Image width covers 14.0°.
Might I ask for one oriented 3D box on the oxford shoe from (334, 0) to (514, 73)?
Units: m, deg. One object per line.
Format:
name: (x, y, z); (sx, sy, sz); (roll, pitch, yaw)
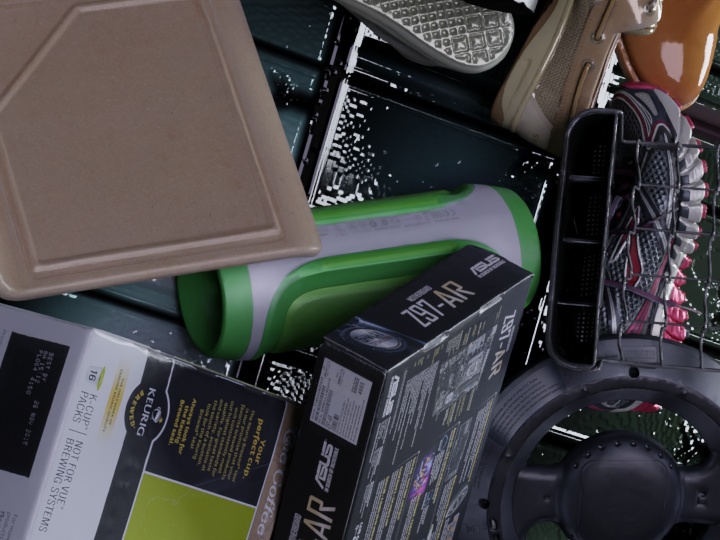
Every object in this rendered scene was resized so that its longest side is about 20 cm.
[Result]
oxford shoe: (0.000, -0.181, 1.691); (0.200, 0.058, 0.075); (37, 83, -7)

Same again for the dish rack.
dish rack: (0.212, -0.009, 1.684); (0.200, 0.055, 0.153); (4, 82, 10)

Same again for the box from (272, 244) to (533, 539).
box: (0.018, 0.101, 1.623); (0.160, 0.044, 0.200); (-33, 143, -51)

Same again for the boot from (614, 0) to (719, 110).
boot: (0.222, -0.193, 1.733); (0.077, 0.155, 0.200); (10, 88, -29)

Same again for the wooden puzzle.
wooden puzzle: (-0.135, -0.074, 1.606); (0.200, 0.037, 0.185); (-7, 65, -26)

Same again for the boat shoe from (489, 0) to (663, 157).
boat shoe: (0.149, -0.162, 1.722); (0.065, 0.071, 0.200); (30, 104, 7)

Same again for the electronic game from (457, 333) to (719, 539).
electronic game: (0.153, 0.133, 1.751); (0.200, 0.042, 0.200); (-2, 109, -7)

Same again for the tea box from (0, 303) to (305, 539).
tea box: (-0.156, 0.133, 1.546); (0.197, 0.134, 0.200); (25, 80, -51)

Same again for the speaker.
speaker: (0.000, 0.000, 1.678); (0.200, 0.088, 0.088); (-8, 96, -24)

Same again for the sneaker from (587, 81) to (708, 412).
sneaker: (0.158, -0.014, 1.755); (0.075, 0.081, 0.200); (3, 92, -22)

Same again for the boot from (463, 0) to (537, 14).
boot: (0.046, -0.250, 1.609); (0.211, 0.079, 0.158); (33, 82, -29)
